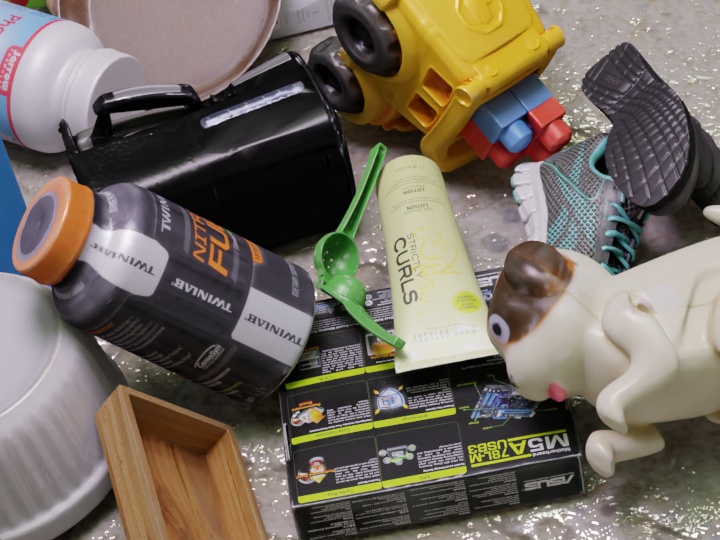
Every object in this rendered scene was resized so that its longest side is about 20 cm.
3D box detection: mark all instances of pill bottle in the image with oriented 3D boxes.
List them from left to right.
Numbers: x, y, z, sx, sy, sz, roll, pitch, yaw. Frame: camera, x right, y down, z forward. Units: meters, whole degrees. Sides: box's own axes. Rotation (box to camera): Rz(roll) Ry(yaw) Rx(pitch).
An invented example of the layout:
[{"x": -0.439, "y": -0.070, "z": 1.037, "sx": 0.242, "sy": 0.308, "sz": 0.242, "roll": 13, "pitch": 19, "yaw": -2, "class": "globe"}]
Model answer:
[{"x": -0.276, "y": -0.158, "z": 1.837, "sx": 0.199, "sy": 0.109, "sz": 0.109, "roll": 18, "pitch": 52, "yaw": 27, "class": "pill bottle"}, {"x": -0.137, "y": 0.008, "z": 1.550, "sx": 0.106, "sy": 0.200, "sz": 0.107, "roll": -38, "pitch": 38, "yaw": 38, "class": "pill bottle"}]

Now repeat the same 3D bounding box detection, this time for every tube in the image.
[{"x": 0.049, "y": -0.003, "z": 1.596, "sx": 0.058, "sy": 0.052, "sz": 0.200, "roll": -43, "pitch": 34, "yaw": 26, "class": "tube"}]

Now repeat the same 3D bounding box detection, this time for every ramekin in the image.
[{"x": -0.264, "y": 0.093, "z": 1.575, "sx": 0.199, "sy": 0.105, "sz": 0.201, "roll": -10, "pitch": 44, "yaw": 9, "class": "ramekin"}]

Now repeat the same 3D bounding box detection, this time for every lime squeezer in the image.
[{"x": 0.000, "y": 0.000, "z": 1.602, "sx": 0.070, "sy": 0.038, "sz": 0.201, "roll": -24, "pitch": 41, "yaw": 18, "class": "lime squeezer"}]

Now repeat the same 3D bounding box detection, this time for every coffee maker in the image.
[{"x": -0.105, "y": -0.055, "z": 1.703, "sx": 0.199, "sy": 0.135, "sz": 0.193, "roll": -19, "pitch": 69, "yaw": -6, "class": "coffee maker"}]

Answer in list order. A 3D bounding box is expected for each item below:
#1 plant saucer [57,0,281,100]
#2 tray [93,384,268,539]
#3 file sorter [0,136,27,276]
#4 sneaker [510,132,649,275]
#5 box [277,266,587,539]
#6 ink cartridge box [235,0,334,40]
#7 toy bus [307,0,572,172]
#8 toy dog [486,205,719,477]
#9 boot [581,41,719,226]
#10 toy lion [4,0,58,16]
[{"x": -0.154, "y": -0.228, "z": 1.877, "sx": 0.199, "sy": 0.032, "sz": 0.201, "roll": -3, "pitch": 80, "yaw": 17, "class": "plant saucer"}, {"x": -0.109, "y": 0.169, "z": 1.485, "sx": 0.037, "sy": 0.098, "sz": 0.200, "roll": -49, "pitch": 39, "yaw": 23, "class": "tray"}, {"x": -0.336, "y": -0.056, "z": 1.685, "sx": 0.138, "sy": 0.201, "sz": 0.123, "roll": -28, "pitch": 44, "yaw": -16, "class": "file sorter"}, {"x": 0.167, "y": -0.026, "z": 1.612, "sx": 0.091, "sy": 0.078, "sz": 0.201, "roll": -33, "pitch": 42, "yaw": 21, "class": "sneaker"}, {"x": 0.043, "y": 0.088, "z": 1.567, "sx": 0.199, "sy": 0.048, "sz": 0.194, "roll": -11, "pitch": 46, "yaw": 1, "class": "box"}, {"x": -0.020, "y": -0.279, "z": 1.946, "sx": 0.199, "sy": 0.050, "sz": 0.163, "roll": -16, "pitch": 45, "yaw": 0, "class": "ink cartridge box"}, {"x": 0.074, "y": -0.145, "z": 1.731, "sx": 0.136, "sy": 0.200, "sz": 0.192, "roll": -35, "pitch": 82, "yaw": -26, "class": "toy bus"}, {"x": 0.181, "y": 0.036, "z": 1.476, "sx": 0.199, "sy": 0.140, "sz": 0.195, "roll": 3, "pitch": 71, "yaw": 5, "class": "toy dog"}, {"x": 0.233, "y": -0.075, "z": 1.610, "sx": 0.070, "sy": 0.132, "sz": 0.200, "roll": -37, "pitch": 28, "yaw": 20, "class": "boot"}, {"x": -0.314, "y": -0.274, "z": 1.907, "sx": 0.191, "sy": 0.201, "sz": 0.069, "roll": -12, "pitch": 43, "yaw": -27, "class": "toy lion"}]
